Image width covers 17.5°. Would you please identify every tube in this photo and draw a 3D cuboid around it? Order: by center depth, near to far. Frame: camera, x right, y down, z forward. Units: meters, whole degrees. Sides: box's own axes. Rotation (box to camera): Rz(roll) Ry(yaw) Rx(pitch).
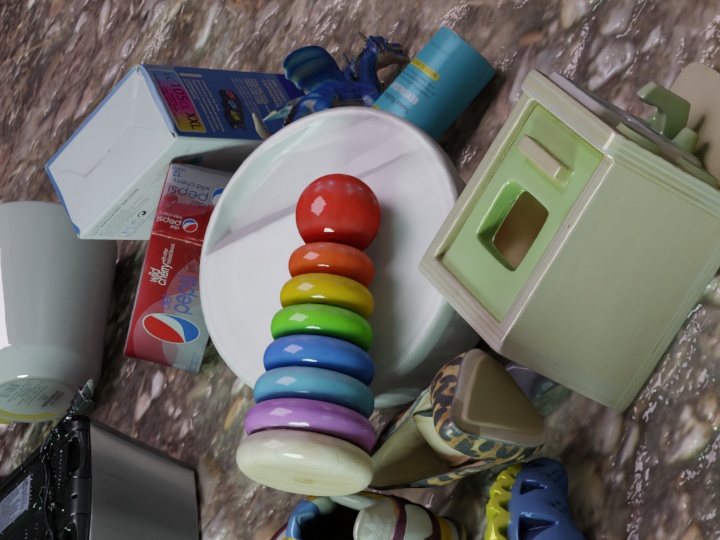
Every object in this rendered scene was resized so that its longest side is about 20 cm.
[{"bbox_3d":[0.012,-0.082,1.648,0.200,0.050,0.077,-49,39,-1],"label":"tube"}]

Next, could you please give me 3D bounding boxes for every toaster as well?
[{"bbox_3d":[-0.213,0.221,1.743,0.200,0.119,0.181,-43,36,34],"label":"toaster"}]

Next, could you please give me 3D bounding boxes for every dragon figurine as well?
[{"bbox_3d":[-0.031,-0.124,1.708,0.099,0.200,0.059,44,129,31],"label":"dragon figurine"}]

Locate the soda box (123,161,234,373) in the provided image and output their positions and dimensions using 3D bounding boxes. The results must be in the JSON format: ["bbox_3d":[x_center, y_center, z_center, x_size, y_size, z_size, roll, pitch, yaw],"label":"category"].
[{"bbox_3d":[-0.133,0.000,1.764,0.200,0.063,0.070,111,172,-59],"label":"soda box"}]

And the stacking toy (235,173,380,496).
[{"bbox_3d":[-0.020,0.034,1.446,0.085,0.085,0.200,-18,57,52],"label":"stacking toy"}]

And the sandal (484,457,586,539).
[{"bbox_3d":[0.113,0.185,1.309,0.087,0.080,0.200,-9,42,12],"label":"sandal"}]

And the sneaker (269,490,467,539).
[{"bbox_3d":[-0.021,0.171,1.501,0.200,0.090,0.075,-16,54,53],"label":"sneaker"}]

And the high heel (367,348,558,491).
[{"bbox_3d":[0.039,0.107,1.379,0.143,0.071,0.200,-35,-5,17],"label":"high heel"}]

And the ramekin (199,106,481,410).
[{"bbox_3d":[0.000,0.000,1.542,0.202,0.094,0.202,-10,70,28],"label":"ramekin"}]

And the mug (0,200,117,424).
[{"bbox_3d":[-0.276,0.053,1.997,0.149,0.187,0.153,-10,58,7],"label":"mug"}]

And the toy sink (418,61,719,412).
[{"bbox_3d":[0.142,-0.042,1.387,0.200,0.112,0.130,-58,30,10],"label":"toy sink"}]

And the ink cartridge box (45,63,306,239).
[{"bbox_3d":[-0.120,-0.087,1.797,0.136,0.200,0.076,-42,62,34],"label":"ink cartridge box"}]
